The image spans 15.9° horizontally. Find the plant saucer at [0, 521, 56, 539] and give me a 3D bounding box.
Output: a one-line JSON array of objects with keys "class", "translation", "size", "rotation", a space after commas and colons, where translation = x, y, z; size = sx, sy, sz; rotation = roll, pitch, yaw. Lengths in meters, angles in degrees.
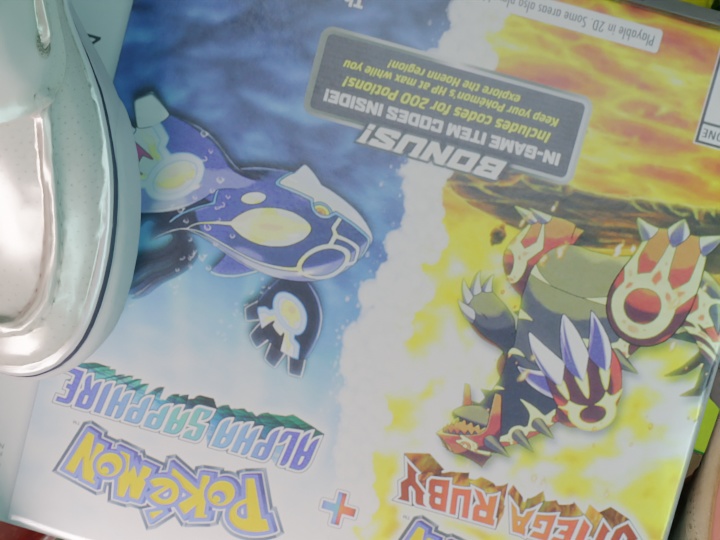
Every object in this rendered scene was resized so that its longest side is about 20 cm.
[{"class": "plant saucer", "translation": [-0.165, 0.030, 0.710], "size": [0.200, 0.037, 0.200], "rotation": [-48, 128, -11]}]

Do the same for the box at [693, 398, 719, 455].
[{"class": "box", "translation": [0.121, 0.004, 0.901], "size": [0.199, 0.048, 0.118], "rotation": [20, 95, -41]}]

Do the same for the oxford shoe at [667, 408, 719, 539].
[{"class": "oxford shoe", "translation": [0.110, 0.064, 0.720], "size": [0.070, 0.074, 0.201], "rotation": [6, 109, -26]}]

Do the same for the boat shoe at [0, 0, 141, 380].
[{"class": "boat shoe", "translation": [-0.104, -0.065, 0.634], "size": [0.070, 0.071, 0.201], "rotation": [-43, 128, -69]}]

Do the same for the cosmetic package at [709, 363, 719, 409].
[{"class": "cosmetic package", "translation": [0.154, -0.052, 0.755], "size": [0.107, 0.085, 0.200], "rotation": [-30, 163, -28]}]

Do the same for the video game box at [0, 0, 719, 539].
[{"class": "video game box", "translation": [0.000, 0.000, 0.694], "size": [0.199, 0.047, 0.183], "rotation": [15, 103, 3]}]

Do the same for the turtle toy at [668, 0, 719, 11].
[{"class": "turtle toy", "translation": [0.060, -0.101, 0.772], "size": [0.200, 0.146, 0.101], "rotation": [-40, 147, -16]}]
